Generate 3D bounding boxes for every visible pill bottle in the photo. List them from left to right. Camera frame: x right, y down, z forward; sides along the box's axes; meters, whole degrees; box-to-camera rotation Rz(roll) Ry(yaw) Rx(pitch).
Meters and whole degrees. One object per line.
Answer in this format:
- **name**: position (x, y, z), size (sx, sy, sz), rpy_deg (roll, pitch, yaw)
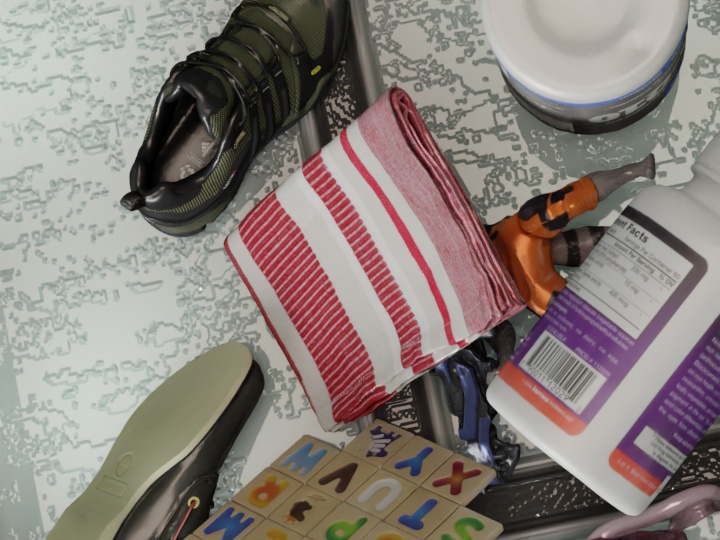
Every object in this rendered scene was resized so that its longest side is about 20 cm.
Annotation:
- **pill bottle**: position (0.130, -0.139, 1.235), size (0.113, 0.200, 0.115), rpy_deg (0, 86, 8)
- **pill bottle**: position (0.170, 0.025, 1.195), size (0.111, 0.111, 0.200), rpy_deg (38, 92, 8)

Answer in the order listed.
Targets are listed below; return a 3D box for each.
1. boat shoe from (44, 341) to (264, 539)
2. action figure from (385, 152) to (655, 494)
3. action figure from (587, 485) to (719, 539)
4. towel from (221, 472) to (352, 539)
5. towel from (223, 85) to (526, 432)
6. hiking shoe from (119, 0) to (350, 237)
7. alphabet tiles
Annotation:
- **boat shoe**: position (-0.122, 0.134, 1.321), size (0.063, 0.074, 0.202), rpy_deg (42, 79, -31)
- **action figure**: position (0.091, 0.024, 1.301), size (0.192, 0.105, 0.202), rpy_deg (-5, 111, 13)
- **action figure**: position (0.107, 0.184, 1.241), size (0.198, 0.134, 0.150), rpy_deg (4, 73, 12)
- **towel**: position (-0.021, 0.238, 1.295), size (0.148, 0.036, 0.201), rpy_deg (-25, 86, -15)
- **towel**: position (0.000, 0.000, 1.266), size (0.200, 0.023, 0.145), rpy_deg (-37, 79, 48)
- **hiking shoe**: position (-0.072, -0.109, 1.307), size (0.075, 0.101, 0.201), rpy_deg (32, 91, 7)
- **alphabet tiles**: position (-0.021, 0.161, 1.252), size (0.166, 0.006, 0.200), rpy_deg (21, 50, 41)
